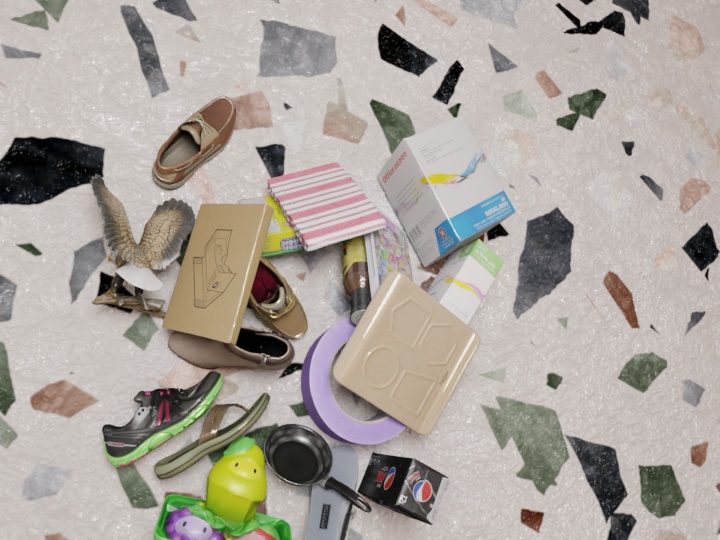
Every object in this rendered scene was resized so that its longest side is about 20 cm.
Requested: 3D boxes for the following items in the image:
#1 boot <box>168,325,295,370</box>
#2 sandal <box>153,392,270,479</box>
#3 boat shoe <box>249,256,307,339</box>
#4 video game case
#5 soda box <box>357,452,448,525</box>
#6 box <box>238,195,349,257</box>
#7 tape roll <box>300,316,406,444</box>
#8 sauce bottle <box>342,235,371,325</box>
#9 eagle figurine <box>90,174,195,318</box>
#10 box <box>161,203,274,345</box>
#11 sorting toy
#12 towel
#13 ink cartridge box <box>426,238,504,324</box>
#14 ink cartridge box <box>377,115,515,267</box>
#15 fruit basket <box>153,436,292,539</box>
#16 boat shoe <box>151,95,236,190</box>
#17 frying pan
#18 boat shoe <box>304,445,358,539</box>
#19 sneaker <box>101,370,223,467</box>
[{"bbox_3d":[-0.197,0.112,0.871,0.194,0.146,0.073,8,74,-14],"label":"boot"},{"bbox_3d":[-0.224,0.240,0.864,0.197,0.080,0.059,-28,89,-21],"label":"sandal"},{"bbox_3d":[-0.143,0.044,0.907,0.074,0.066,0.201,-42,122,-9],"label":"boat shoe"},{"bbox_3d":[0.053,-0.005,0.974,0.142,0.018,0.206,35,42,-50],"label":"video game case"},{"bbox_3d":[0.058,0.326,0.864,0.062,0.200,0.072,28,69,-6],"label":"soda box"},{"bbox_3d":[-0.102,-0.089,0.978,0.194,0.049,0.118,-13,42,-17],"label":"box"},{"bbox_3d":[0.002,0.182,0.948,0.193,0.085,0.207,4,74,-15],"label":"tape roll"},{"bbox_3d":[0.000,0.000,0.963,0.063,0.066,0.204,11,44,-13],"label":"sauce bottle"},{"bbox_3d":[-0.348,-0.042,0.879,0.146,0.152,0.207,6,78,6],"label":"eagle figurine"},{"bbox_3d":[-0.213,-0.002,0.849,0.021,0.160,0.206,29,71,-49],"label":"box"},{"bbox_3d":[0.074,0.130,0.887,0.198,0.036,0.188,35,82,-21],"label":"sorting toy"},{"bbox_3d":[-0.061,-0.109,0.947,0.143,0.031,0.201,-17,47,-21],"label":"towel"},{"bbox_3d":[0.159,0.053,1.010,0.067,0.117,0.202,38,68,-7],"label":"ink cartridge box"},{"bbox_3d":[0.151,-0.144,1.042,0.142,0.147,0.204,-25,84,-24],"label":"ink cartridge box"},{"bbox_3d":[-0.187,0.356,0.822,0.208,0.155,0.224,0,92,-11],"label":"fruit basket"},{"bbox_3d":[-0.278,-0.226,0.974,0.075,0.072,0.203,34,69,-6],"label":"boat shoe"},{"bbox_3d":[-0.064,0.304,0.891,0.185,0.032,0.116,23,29,-1],"label":"frying pan"},{"bbox_3d":[-0.042,0.378,0.888,0.071,0.069,0.203,1,46,7],"label":"boat shoe"},{"bbox_3d":[-0.295,0.208,0.855,0.197,0.077,0.085,-32,89,-23],"label":"sneaker"}]
